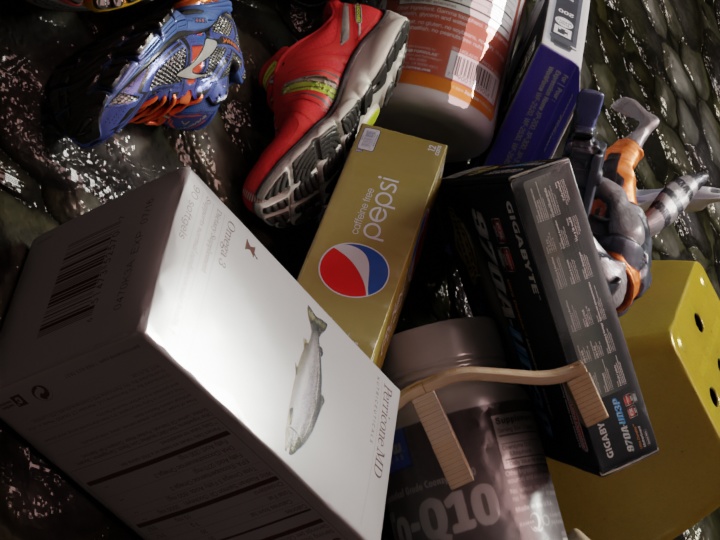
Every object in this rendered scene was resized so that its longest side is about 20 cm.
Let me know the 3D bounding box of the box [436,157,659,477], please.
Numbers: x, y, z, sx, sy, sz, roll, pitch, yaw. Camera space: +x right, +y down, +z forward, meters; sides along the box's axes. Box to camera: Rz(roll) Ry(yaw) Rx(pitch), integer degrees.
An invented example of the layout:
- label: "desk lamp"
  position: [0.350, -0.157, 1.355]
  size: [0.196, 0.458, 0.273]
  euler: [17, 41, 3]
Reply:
- label: "box"
  position: [0.120, 0.027, 1.089]
  size: [0.159, 0.046, 0.202]
  euler: [-173, -116, -74]

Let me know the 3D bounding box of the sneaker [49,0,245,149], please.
- label: "sneaker"
  position: [-0.116, -0.117, 0.985]
  size: [0.079, 0.075, 0.200]
  euler: [63, 31, -16]

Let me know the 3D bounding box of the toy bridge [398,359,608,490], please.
- label: "toy bridge"
  position: [0.049, 0.100, 1.003]
  size: [0.027, 0.198, 0.068]
  euler: [-87, 153, -83]

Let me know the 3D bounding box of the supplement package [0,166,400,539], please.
- label: "supplement package"
  position: [-0.084, 0.066, 0.870]
  size: [0.200, 0.117, 0.118]
  euler: [47, 35, -34]

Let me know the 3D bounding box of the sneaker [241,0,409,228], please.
- label: "sneaker"
  position: [-0.037, -0.110, 1.121]
  size: [0.077, 0.084, 0.201]
  euler: [93, 23, -51]

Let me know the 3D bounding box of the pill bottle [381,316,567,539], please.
- label: "pill bottle"
  position: [0.070, 0.140, 1.082]
  size: [0.113, 0.113, 0.202]
  euler: [7, 65, -58]

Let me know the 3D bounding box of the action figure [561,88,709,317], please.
- label: "action figure"
  position: [0.187, -0.046, 1.163]
  size: [0.194, 0.104, 0.201]
  euler: [-60, 162, -49]

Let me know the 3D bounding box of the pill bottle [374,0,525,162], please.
- label: "pill bottle"
  position: [0.067, -0.194, 1.242]
  size: [0.112, 0.111, 0.202]
  euler: [34, 64, -45]

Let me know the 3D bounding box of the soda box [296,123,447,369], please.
- label: "soda box"
  position: [0.000, 0.000, 1.056]
  size: [0.068, 0.063, 0.201]
  euler: [97, 11, -49]

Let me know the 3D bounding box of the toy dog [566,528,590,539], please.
- label: "toy dog"
  position: [0.176, 0.266, 1.201]
  size: [0.201, 0.131, 0.096]
  euler: [63, -3, -24]

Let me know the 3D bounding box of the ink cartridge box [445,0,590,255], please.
- label: "ink cartridge box"
  position: [0.122, -0.106, 1.258]
  size: [0.043, 0.199, 0.201]
  euler: [20, 34, -3]

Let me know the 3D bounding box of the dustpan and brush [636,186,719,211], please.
- label: "dustpan and brush"
  position: [0.201, -0.050, 1.335]
  size: [0.140, 0.198, 0.058]
  euler: [-55, 147, -55]

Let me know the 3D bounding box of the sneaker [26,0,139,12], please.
- label: "sneaker"
  position: [-0.121, -0.202, 0.970]
  size: [0.199, 0.082, 0.079]
  euler: [-21, 104, -38]

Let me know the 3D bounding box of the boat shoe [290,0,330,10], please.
- label: "boat shoe"
  position: [-0.019, -0.229, 1.124]
  size: [0.075, 0.200, 0.061]
  euler: [19, 64, -8]

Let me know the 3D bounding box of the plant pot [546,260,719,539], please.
- label: "plant pot"
  position: [0.203, 0.102, 1.269]
  size: [0.201, 0.175, 0.200]
  euler: [60, 30, -13]
